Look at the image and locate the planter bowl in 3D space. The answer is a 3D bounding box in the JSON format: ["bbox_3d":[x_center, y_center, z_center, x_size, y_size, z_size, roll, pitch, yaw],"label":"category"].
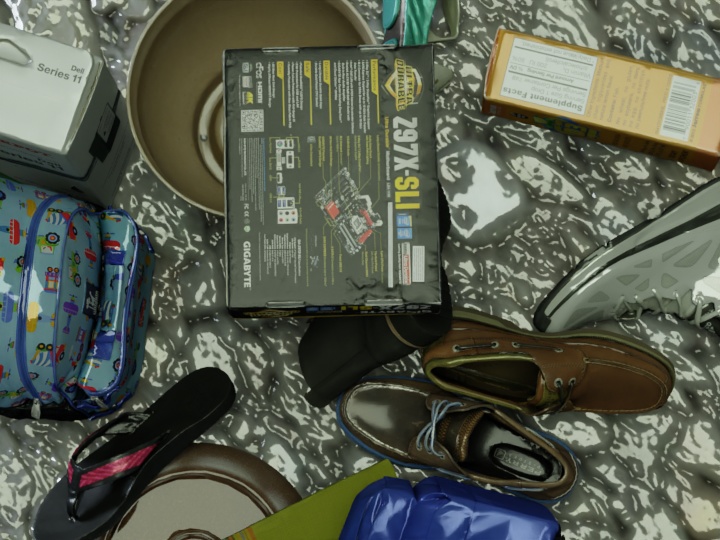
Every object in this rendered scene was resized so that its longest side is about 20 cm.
[{"bbox_3d":[-0.079,-0.126,1.566,0.200,0.135,0.201,0,81,1],"label":"planter bowl"}]

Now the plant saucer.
[{"bbox_3d":[-0.130,0.234,1.551,0.200,0.032,0.201,0,78,1],"label":"plant saucer"}]

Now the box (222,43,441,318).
[{"bbox_3d":[-0.022,-0.067,1.462,0.159,0.049,0.201,-2,80,-2],"label":"box"}]

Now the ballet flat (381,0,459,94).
[{"bbox_3d":[0.046,-0.185,1.612,0.070,0.067,0.201,12,81,-15],"label":"ballet flat"}]

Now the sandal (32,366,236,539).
[{"bbox_3d":[-0.186,0.140,1.549,0.200,0.045,0.075,-43,43,-11],"label":"sandal"}]

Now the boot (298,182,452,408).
[{"bbox_3d":[0.000,0.000,1.574,0.077,0.138,0.200,33,39,-28],"label":"boot"}]

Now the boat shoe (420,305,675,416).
[{"bbox_3d":[0.144,0.086,1.528,0.200,0.068,0.072,9,122,4],"label":"boat shoe"}]

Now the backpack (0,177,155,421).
[{"bbox_3d":[-0.241,0.021,1.510,0.134,0.200,0.183,6,78,3],"label":"backpack"}]

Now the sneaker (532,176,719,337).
[{"bbox_3d":[0.242,0.021,1.556,0.200,0.076,0.115,-32,78,-7],"label":"sneaker"}]

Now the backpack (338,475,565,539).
[{"bbox_3d":[0.054,0.261,1.476,0.167,0.163,0.200,14,90,6],"label":"backpack"}]

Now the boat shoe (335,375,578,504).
[{"bbox_3d":[0.077,0.126,1.542,0.200,0.072,0.072,15,80,5],"label":"boat shoe"}]

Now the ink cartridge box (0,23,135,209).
[{"bbox_3d":[-0.264,-0.124,1.539,0.146,0.200,0.083,18,80,6],"label":"ink cartridge box"}]

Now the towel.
[{"bbox_3d":[-0.048,0.226,1.529,0.200,0.018,0.086,-25,92,-18],"label":"towel"}]

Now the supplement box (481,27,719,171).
[{"bbox_3d":[0.200,-0.139,1.595,0.200,0.067,0.069,16,83,6],"label":"supplement box"}]
